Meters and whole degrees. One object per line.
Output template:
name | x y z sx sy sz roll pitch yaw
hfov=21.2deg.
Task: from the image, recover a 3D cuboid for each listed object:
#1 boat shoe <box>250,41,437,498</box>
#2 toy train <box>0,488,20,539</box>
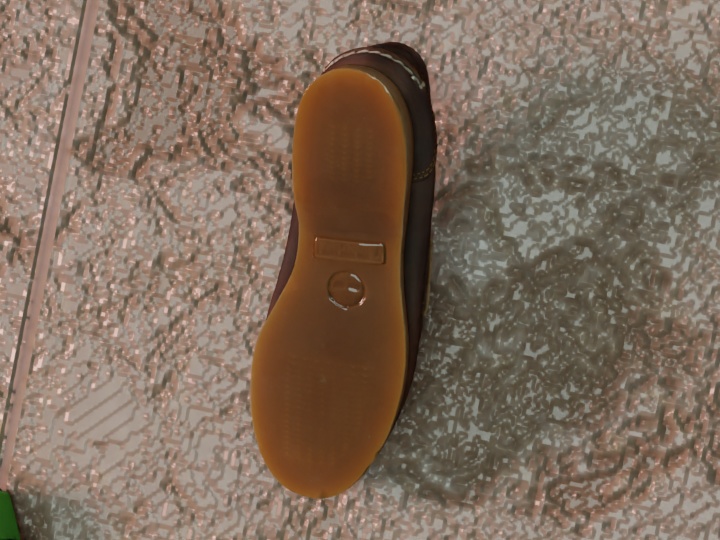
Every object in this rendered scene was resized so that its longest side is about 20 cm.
boat shoe | 0.000 0.000 0.840 0.070 0.070 0.201 16 112 11
toy train | -0.248 0.149 0.894 0.199 0.042 0.057 -19 76 8
